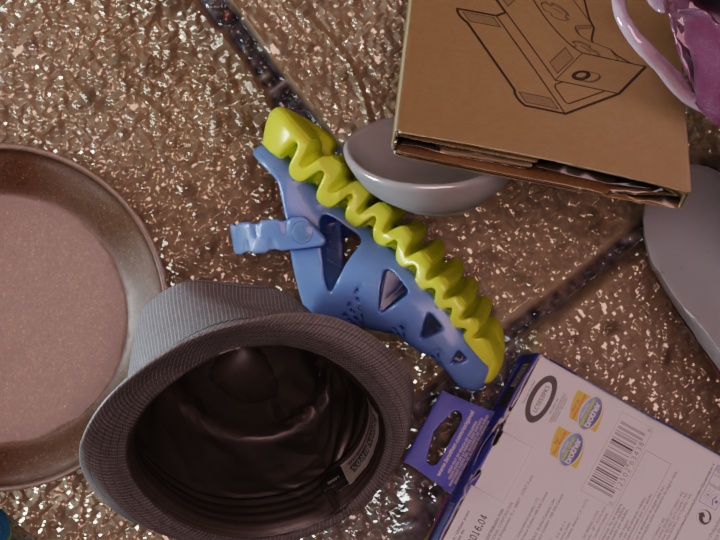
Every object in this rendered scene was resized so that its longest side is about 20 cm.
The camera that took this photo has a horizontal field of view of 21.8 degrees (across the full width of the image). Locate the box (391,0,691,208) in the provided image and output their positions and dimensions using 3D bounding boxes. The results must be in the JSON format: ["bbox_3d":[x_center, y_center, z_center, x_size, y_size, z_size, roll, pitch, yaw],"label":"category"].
[{"bbox_3d":[0.105,-0.124,1.067,0.163,0.021,0.200,10,46,-4],"label":"box"}]

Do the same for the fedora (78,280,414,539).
[{"bbox_3d":[-0.066,0.067,1.039,0.177,0.090,0.200,-41,133,18],"label":"fedora"}]

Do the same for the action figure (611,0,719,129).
[{"bbox_3d":[0.216,-0.066,1.004,0.148,0.134,0.200,-3,125,19],"label":"action figure"}]

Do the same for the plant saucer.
[{"bbox_3d":[-0.210,0.027,1.090,0.200,0.037,0.201,0,87,-3],"label":"plant saucer"}]

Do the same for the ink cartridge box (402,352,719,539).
[{"bbox_3d":[0.125,0.138,1.083,0.200,0.076,0.137,29,84,-2],"label":"ink cartridge box"}]

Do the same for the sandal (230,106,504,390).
[{"bbox_3d":[0.000,0.000,1.083,0.200,0.079,0.087,45,100,14],"label":"sandal"}]

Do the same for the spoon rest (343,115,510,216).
[{"bbox_3d":[0.086,-0.073,1.073,0.199,0.099,0.061,-7,118,-23],"label":"spoon rest"}]

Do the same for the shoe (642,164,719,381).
[{"bbox_3d":[0.224,0.037,1.101,0.071,0.091,0.200,-23,58,-2],"label":"shoe"}]

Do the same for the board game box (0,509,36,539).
[{"bbox_3d":[-0.157,0.220,1.025,0.200,0.148,0.064,41,86,-1],"label":"board game box"}]
